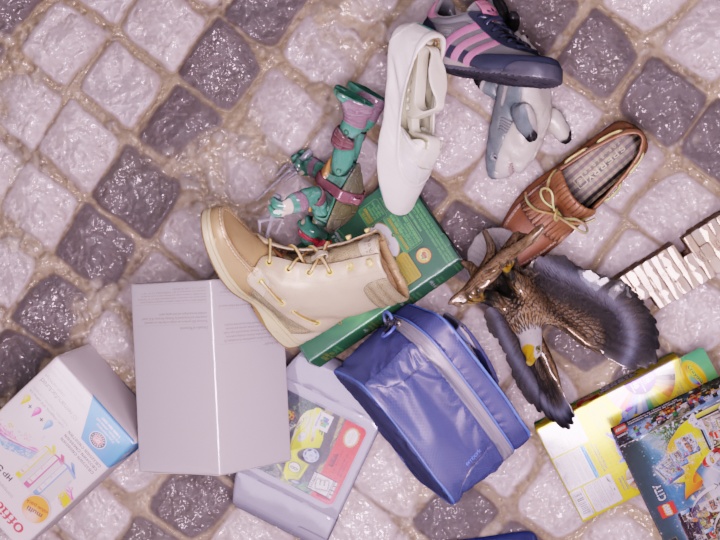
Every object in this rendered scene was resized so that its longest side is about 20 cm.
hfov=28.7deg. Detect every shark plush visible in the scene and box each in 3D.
[{"bbox_3d":[0.152,-0.202,1.500,0.083,0.091,0.201,-12,98,36],"label":"shark plush"}]

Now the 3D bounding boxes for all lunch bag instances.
[{"bbox_3d":[0.077,0.126,1.470,0.132,0.136,0.200,-40,107,-10],"label":"lunch bag"}]

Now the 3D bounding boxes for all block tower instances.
[{"bbox_3d":[0.353,-0.013,1.494,0.200,0.054,0.058,-34,90,7],"label":"block tower"}]

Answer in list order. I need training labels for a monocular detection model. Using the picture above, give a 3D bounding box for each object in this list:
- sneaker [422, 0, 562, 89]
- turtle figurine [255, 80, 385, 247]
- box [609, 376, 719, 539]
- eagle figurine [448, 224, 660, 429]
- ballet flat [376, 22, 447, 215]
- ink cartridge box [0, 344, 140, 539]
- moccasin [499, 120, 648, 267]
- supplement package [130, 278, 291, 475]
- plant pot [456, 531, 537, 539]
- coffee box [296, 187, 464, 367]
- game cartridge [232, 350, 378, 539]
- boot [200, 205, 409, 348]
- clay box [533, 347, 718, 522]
[{"bbox_3d":[0.132,-0.238,1.452,0.199,0.070,0.082,20,95,43],"label":"sneaker"},{"bbox_3d":[-0.040,-0.098,1.486,0.100,0.150,0.201,25,106,-10],"label":"turtle figurine"},{"bbox_3d":[0.362,0.219,1.473,0.136,0.038,0.201,-26,116,6],"label":"box"},{"bbox_3d":[0.187,0.054,1.451,0.200,0.151,0.151,36,69,-27],"label":"eagle figurine"},{"bbox_3d":[0.057,-0.155,1.452,0.069,0.069,0.201,4,97,6],"label":"ballet flat"},{"bbox_3d":[-0.343,0.199,1.541,0.200,0.125,0.129,-43,89,6],"label":"ink cartridge box"},{"bbox_3d":[0.224,-0.077,1.490,0.201,0.078,0.074,-37,92,9],"label":"moccasin"},{"bbox_3d":[-0.159,0.110,1.494,0.119,0.121,0.201,-4,88,36],"label":"supplement package"},{"bbox_3d":[0.109,0.401,1.480,0.199,0.180,0.201,-11,91,7],"label":"plant pot"},{"bbox_3d":[0.000,0.000,1.521,0.200,0.044,0.123,-36,72,6],"label":"coffee box"},{"bbox_3d":[-0.058,0.192,1.558,0.133,0.041,0.201,25,95,8],"label":"game cartridge"},{"bbox_3d":[-0.054,-0.012,1.409,0.155,0.073,0.200,-20,130,21],"label":"boot"},{"bbox_3d":[0.301,0.172,1.512,0.199,0.048,0.115,-27,91,6],"label":"clay box"}]
